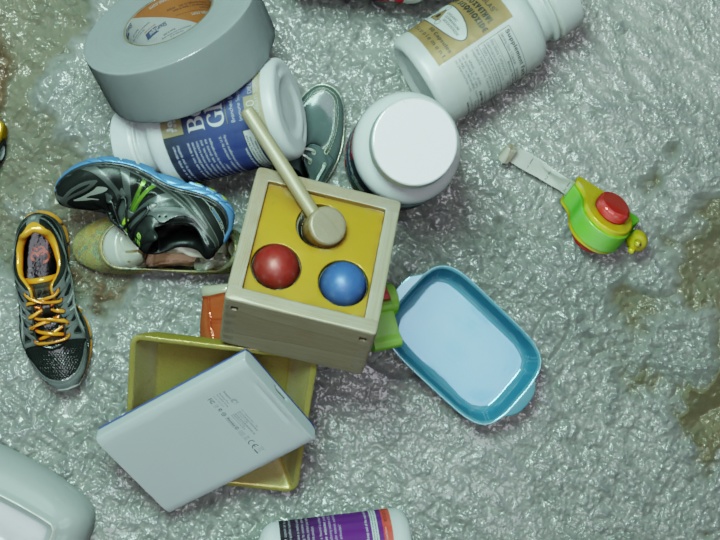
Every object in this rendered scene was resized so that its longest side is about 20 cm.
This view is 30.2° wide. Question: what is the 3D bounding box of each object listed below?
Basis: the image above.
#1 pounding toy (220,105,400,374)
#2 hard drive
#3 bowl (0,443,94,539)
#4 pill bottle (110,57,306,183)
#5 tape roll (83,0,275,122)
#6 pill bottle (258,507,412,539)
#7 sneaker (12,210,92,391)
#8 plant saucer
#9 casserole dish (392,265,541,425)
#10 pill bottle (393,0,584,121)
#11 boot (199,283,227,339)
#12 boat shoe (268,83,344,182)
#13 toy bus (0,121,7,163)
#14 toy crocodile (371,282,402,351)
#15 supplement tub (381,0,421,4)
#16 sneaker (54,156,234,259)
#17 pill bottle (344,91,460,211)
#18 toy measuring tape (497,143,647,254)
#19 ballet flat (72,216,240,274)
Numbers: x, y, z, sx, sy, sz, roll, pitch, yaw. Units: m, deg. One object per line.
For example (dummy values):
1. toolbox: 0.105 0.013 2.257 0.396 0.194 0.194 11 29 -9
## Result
1. pounding toy: -0.059 -0.031 1.376 0.182 0.143 0.202 13 61 -3
2. hard drive: -0.166 0.176 1.441 0.198 0.026 0.132 -28 121 18
3. bowl: -0.411 0.301 1.465 0.198 0.075 0.202 29 85 -4
4. pill bottle: -0.167 -0.156 1.457 0.197 0.111 0.113 -12 90 16
5. tape roll: -0.193 -0.246 1.431 0.198 0.201 0.067 -27 129 -4
6. pill bottle: -0.041 0.329 1.476 0.197 0.112 0.114 -5 89 -5
7. sneaker: -0.347 0.034 1.473 0.077 0.077 0.203 -13 91 -6
8. plant saucer: -0.154 0.146 1.465 0.197 0.049 0.202 7 125 -4
9. casserole dish: 0.115 0.085 1.531 0.200 0.039 0.121 43 86 -4
10. pill bottle: 0.146 -0.262 1.501 0.199 0.114 0.115 -34 92 -5
11. boot: -0.085 0.049 1.499 0.197 0.075 0.109 -6 85 -4
12. boat shoe: -0.067 -0.117 1.506 0.072 0.062 0.202 22 87 -2
13. toy bus: -0.447 -0.075 1.461 0.064 0.078 0.203 15 86 1
14. toy crocodile: 0.000 0.000 1.483 0.067 0.062 0.202 -5 58 -21
15. supplement tub: 0.012 -0.371 1.479 0.197 0.140 0.143 5 89 -4
16. sneaker: -0.235 -0.064 1.431 0.197 0.071 0.084 16 59 1
17. pill bottle: 0.046 -0.129 1.447 0.118 0.200 0.121 0 88 -5
18. toy measuring tape: 0.242 -0.073 1.525 0.199 0.074 0.074 31 87 -6
19. ballet flat: -0.224 -0.028 1.490 0.197 0.071 0.072 3 89 -5
